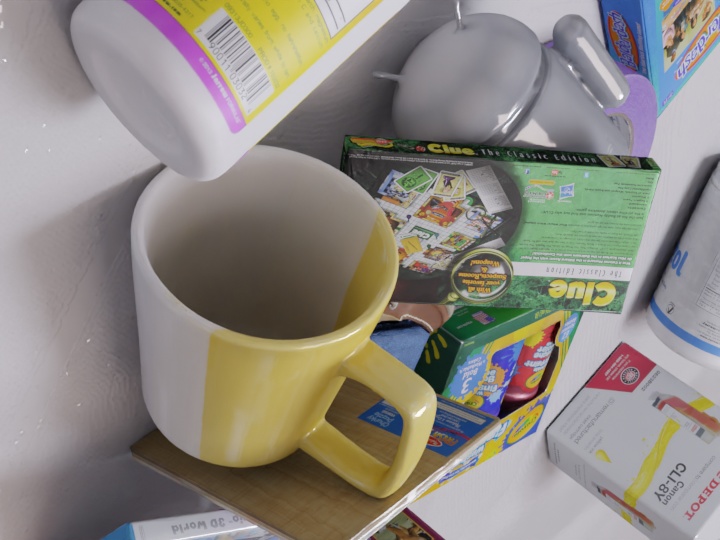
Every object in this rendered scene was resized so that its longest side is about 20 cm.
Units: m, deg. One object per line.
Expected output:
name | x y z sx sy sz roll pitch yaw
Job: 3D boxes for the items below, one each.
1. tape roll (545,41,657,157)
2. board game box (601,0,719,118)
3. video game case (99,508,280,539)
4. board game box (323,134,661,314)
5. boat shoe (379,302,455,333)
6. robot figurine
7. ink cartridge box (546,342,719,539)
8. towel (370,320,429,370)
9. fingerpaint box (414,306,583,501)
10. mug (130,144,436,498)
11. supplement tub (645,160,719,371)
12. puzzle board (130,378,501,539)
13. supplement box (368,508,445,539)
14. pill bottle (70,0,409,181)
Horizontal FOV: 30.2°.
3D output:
tape roll | 0.149 -0.076 1.048 0.199 0.065 0.202 -37 147 -29
board game box | 0.256 -0.236 1.062 0.152 0.045 0.201 -49 150 -12
video game case | -0.098 0.180 0.873 0.198 0.018 0.143 -1 155 -41
board game box | 0.079 -0.026 0.823 0.196 0.024 0.106 4 118 -12
boat shoe | 0.000 0.000 0.905 0.072 0.076 0.200 -49 142 -1
robot figurine | 0.098 -0.087 0.871 0.170 0.113 0.200 -46 119 7
ink cartridge box | 0.324 0.198 1.452 0.145 0.199 0.084 -44 150 -17
towel | -0.026 0.118 1.004 0.111 0.048 0.202 -2 123 -52
fingerpaint box | 0.096 0.085 1.125 0.199 0.073 0.169 -19 135 -47
mug | -0.060 0.048 0.764 0.147 0.188 0.154 -6 140 -23
supplement tub | 0.401 -0.006 1.428 0.131 0.131 0.202 -12 129 -51
puzzle board | -0.031 0.109 0.840 0.150 0.198 0.018 -32 123 -34
supplement box | 0.029 0.288 1.106 0.131 0.199 0.104 -39 147 -23
pill bottle | -0.039 -0.145 0.657 0.200 0.104 0.105 -45 150 -18
